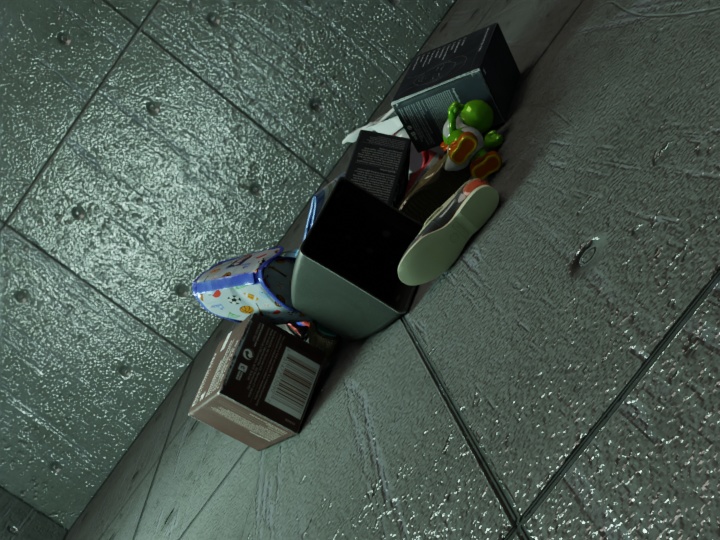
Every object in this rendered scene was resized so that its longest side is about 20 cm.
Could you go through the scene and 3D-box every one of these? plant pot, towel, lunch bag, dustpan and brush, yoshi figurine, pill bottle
[{"bbox_3d":[-0.014,0.000,1.422,0.178,0.197,0.202,-55,7,49],"label":"plant pot"},{"bbox_3d":[-0.066,-0.139,1.843,0.200,0.023,0.149,-44,-27,-53],"label":"towel"},{"bbox_3d":[-0.183,0.030,1.501,0.167,0.199,0.127,-11,76,31],"label":"lunch bag"},{"bbox_3d":[0.049,-0.320,1.781,0.199,0.057,0.140,-37,12,19],"label":"dustpan and brush"},{"bbox_3d":[0.196,-0.242,1.428,0.201,0.109,0.114,-95,1,-61],"label":"yoshi figurine"},{"bbox_3d":[0.116,-0.256,1.781,0.120,0.119,0.200,-53,11,1],"label":"pill bottle"}]

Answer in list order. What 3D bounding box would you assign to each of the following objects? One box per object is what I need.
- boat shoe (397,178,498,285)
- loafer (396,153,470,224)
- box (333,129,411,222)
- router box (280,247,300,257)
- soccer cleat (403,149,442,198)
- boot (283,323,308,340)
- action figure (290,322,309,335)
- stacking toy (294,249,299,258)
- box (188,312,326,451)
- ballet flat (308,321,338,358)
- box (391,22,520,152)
[{"bbox_3d":[0.129,-0.061,1.266,0.200,0.071,0.063,-47,27,5],"label":"boat shoe"},{"bbox_3d":[0.131,-0.138,1.511,0.200,0.076,0.067,-46,9,-10],"label":"loafer"},{"bbox_3d":[0.024,-0.139,1.570,0.150,0.105,0.203,90,-165,-55],"label":"box"},{"bbox_3d":[-0.140,0.024,1.812,0.147,0.063,0.201,-13,30,30],"label":"router box"},{"bbox_3d":[0.110,-0.148,1.607,0.202,0.073,0.068,-58,13,-22],"label":"soccer cleat"},{"bbox_3d":[-0.095,0.054,1.885,0.173,0.069,0.202,-39,24,28],"label":"boot"},{"bbox_3d":[-0.132,0.097,1.798,0.066,0.052,0.199,-48,33,-13],"label":"action figure"},{"bbox_3d":[-0.146,0.065,1.641,0.200,0.110,0.116,-47,15,-1],"label":"stacking toy"},{"bbox_3d":[-0.192,0.211,1.516,0.200,0.162,0.168,-36,28,56],"label":"box"},{"bbox_3d":[-0.079,0.124,1.620,0.200,0.069,0.066,-90,21,-77],"label":"ballet flat"},{"bbox_3d":[0.190,-0.358,1.611,0.194,0.125,0.202,-16,32,33],"label":"box"}]
